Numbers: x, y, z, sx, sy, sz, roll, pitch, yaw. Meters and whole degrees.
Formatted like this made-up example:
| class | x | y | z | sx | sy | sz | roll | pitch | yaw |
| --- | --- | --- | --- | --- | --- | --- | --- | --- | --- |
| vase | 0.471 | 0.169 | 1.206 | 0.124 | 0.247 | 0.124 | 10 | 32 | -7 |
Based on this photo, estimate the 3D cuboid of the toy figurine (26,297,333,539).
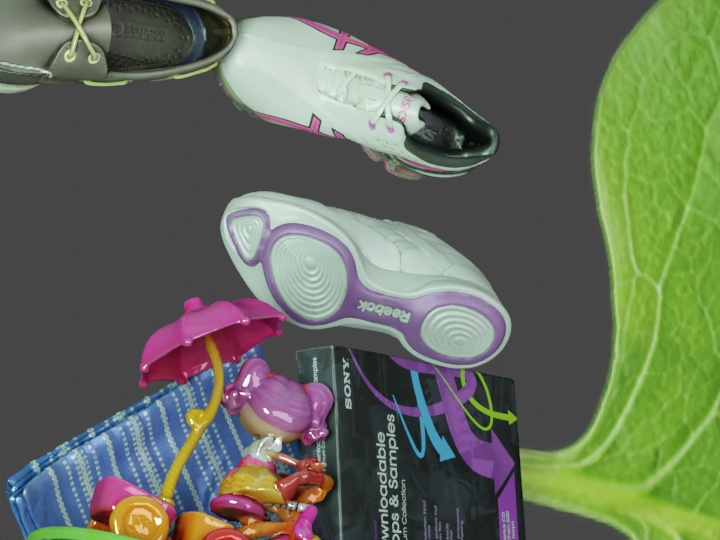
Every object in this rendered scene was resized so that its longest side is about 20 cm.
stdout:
| class | x | y | z | sx | sy | sz | roll | pitch | yaw |
| --- | --- | --- | --- | --- | --- | --- | --- | --- | --- |
| toy figurine | -0.074 | 0.109 | 1.240 | 0.200 | 0.150 | 0.184 | 23 | 67 | -15 |

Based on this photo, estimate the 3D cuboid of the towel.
| class | x | y | z | sx | sy | sz | roll | pitch | yaw |
| --- | --- | --- | --- | --- | --- | --- | --- | --- | --- |
| towel | -0.114 | 0.148 | 1.306 | 0.200 | 0.024 | 0.145 | -31 | 108 | -31 |

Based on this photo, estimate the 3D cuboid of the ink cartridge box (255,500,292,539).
| class | x | y | z | sx | sy | sz | roll | pitch | yaw |
| --- | --- | --- | --- | --- | --- | --- | --- | --- | --- |
| ink cartridge box | -0.025 | 0.260 | 1.348 | 0.200 | 0.043 | 0.196 | -50 | 122 | -24 |

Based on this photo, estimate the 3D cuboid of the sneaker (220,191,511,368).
| class | x | y | z | sx | sy | sz | roll | pitch | yaw |
| --- | --- | --- | --- | --- | --- | --- | --- | --- | --- |
| sneaker | 0.000 | 0.000 | 1.365 | 0.200 | 0.100 | 0.075 | 24 | 112 | -13 |

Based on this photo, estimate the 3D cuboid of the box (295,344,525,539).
| class | x | y | z | sx | sy | sz | roll | pitch | yaw |
| --- | --- | --- | --- | --- | --- | --- | --- | --- | --- |
| box | 0.036 | 0.130 | 1.354 | 0.200 | 0.036 | 0.143 | 12 | 70 | -49 |

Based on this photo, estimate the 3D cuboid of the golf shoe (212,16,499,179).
| class | x | y | z | sx | sy | sz | roll | pitch | yaw |
| --- | --- | --- | --- | --- | --- | --- | --- | --- | --- |
| golf shoe | 0.001 | -0.116 | 1.346 | 0.200 | 0.092 | 0.073 | 19 | 80 | -31 |

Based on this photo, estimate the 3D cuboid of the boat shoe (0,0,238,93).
| class | x | y | z | sx | sy | sz | roll | pitch | yaw |
| --- | --- | --- | --- | --- | --- | --- | --- | --- | --- |
| boat shoe | -0.162 | -0.141 | 1.237 | 0.200 | 0.059 | 0.072 | -2 | 90 | -44 |
